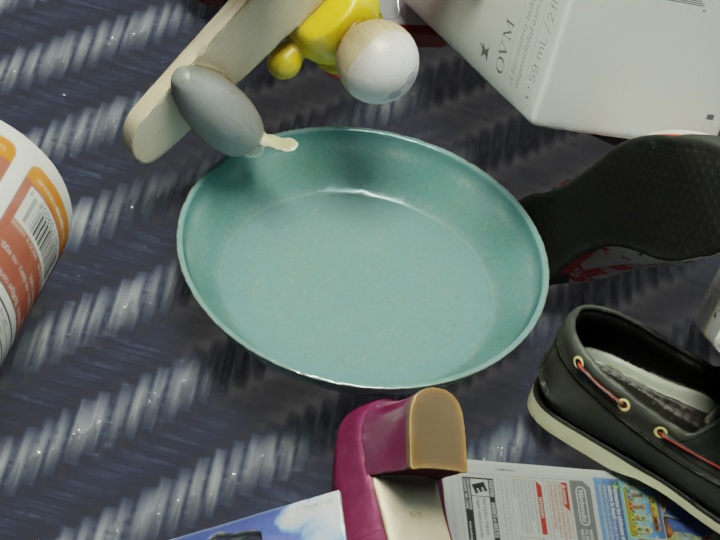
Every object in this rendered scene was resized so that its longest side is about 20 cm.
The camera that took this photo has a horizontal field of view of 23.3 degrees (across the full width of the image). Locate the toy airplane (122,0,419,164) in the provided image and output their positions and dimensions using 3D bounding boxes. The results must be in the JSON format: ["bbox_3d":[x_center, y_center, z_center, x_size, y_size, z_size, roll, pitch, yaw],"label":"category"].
[{"bbox_3d":[-0.023,-0.149,0.915,0.141,0.200,0.199,47,44,11],"label":"toy airplane"}]

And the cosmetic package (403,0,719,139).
[{"bbox_3d":[0.129,-0.203,0.958,0.122,0.201,0.200,5,25,-24],"label":"cosmetic package"}]

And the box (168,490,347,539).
[{"bbox_3d":[-0.042,0.204,0.727,0.121,0.048,0.201,-17,53,10],"label":"box"}]

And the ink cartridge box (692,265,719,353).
[{"bbox_3d":[0.242,-0.011,0.893,0.085,0.149,0.200,28,5,7],"label":"ink cartridge box"}]

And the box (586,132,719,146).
[{"bbox_3d":[0.248,-0.114,1.101,0.199,0.049,0.159,26,50,4],"label":"box"}]

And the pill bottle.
[{"bbox_3d":[-0.219,0.025,0.804,0.111,0.113,0.201,21,49,0],"label":"pill bottle"}]

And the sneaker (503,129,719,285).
[{"bbox_3d":[0.171,-0.038,0.930,0.107,0.201,0.068,-12,86,-32],"label":"sneaker"}]

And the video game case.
[{"bbox_3d":[0.138,0.165,0.865,0.198,0.018,0.144,6,51,-13],"label":"video game case"}]

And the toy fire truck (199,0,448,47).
[{"bbox_3d":[-0.035,-0.219,1.068,0.198,0.112,0.170,-1,74,-21],"label":"toy fire truck"}]

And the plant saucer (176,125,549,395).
[{"bbox_3d":[0.000,0.000,0.927,0.198,0.036,0.201,6,43,-5],"label":"plant saucer"}]

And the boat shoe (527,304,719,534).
[{"bbox_3d":[0.185,0.085,0.894,0.200,0.063,0.074,27,37,11],"label":"boat shoe"}]

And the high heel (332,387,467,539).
[{"bbox_3d":[0.010,0.158,0.825,0.067,0.096,0.202,6,72,-25],"label":"high heel"}]
